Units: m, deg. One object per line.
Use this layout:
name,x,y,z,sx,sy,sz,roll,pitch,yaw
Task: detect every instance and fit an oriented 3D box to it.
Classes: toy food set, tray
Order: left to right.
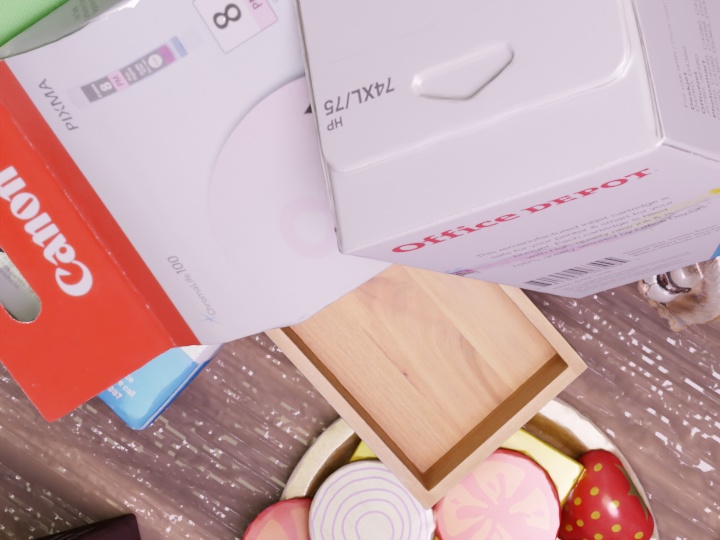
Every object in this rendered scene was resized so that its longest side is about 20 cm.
tray,0.000,0.000,1.006,0.099,0.037,0.200,-41,101,4
toy food set,0.045,0.148,1.067,0.197,0.049,0.201,30,93,6

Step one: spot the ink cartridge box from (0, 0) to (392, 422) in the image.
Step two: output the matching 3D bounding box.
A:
ink cartridge box,-0.087,-0.034,0.932,0.199,0.057,0.163,-34,117,0

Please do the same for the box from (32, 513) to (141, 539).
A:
box,-0.170,0.236,1.030,0.163,0.166,0.202,-15,88,7

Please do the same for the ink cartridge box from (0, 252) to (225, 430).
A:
ink cartridge box,-0.084,-0.049,1.061,0.144,0.085,0.200,43,96,1

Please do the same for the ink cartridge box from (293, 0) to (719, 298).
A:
ink cartridge box,0.090,-0.083,0.914,0.146,0.199,0.147,-17,75,31

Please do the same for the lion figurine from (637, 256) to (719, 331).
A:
lion figurine,0.166,-0.080,1.044,0.072,0.122,0.202,5,71,-27

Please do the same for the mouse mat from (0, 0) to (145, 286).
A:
mouse mat,-0.124,-0.096,0.929,0.159,0.008,0.201,14,113,-15

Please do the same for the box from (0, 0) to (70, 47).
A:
box,-0.130,-0.170,0.946,0.199,0.086,0.164,-32,114,8
